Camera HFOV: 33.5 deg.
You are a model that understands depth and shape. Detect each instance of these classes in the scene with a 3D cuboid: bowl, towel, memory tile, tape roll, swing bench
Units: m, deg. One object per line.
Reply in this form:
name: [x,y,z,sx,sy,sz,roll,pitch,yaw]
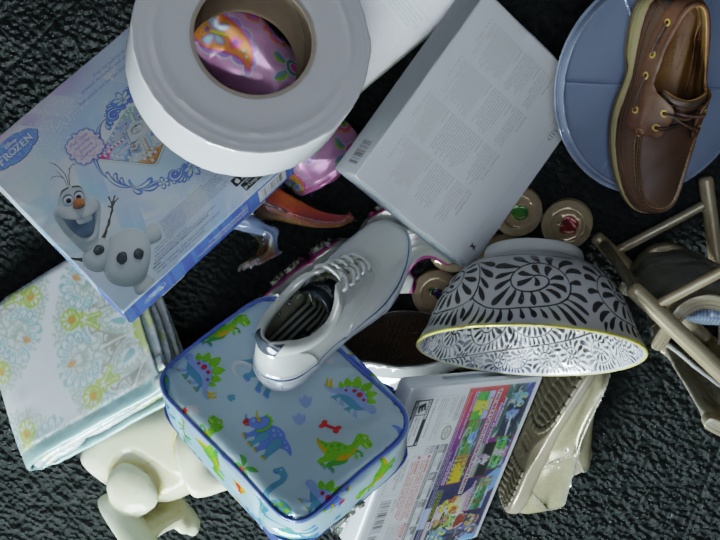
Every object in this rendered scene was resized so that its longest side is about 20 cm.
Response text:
bowl: [0.151,0.028,1.057,0.200,0.201,0.094,4,73,1]
towel: [-0.266,0.076,1.147,0.200,0.048,0.171,-29,69,18]
memory tile: [0.132,0.012,1.177,0.153,0.017,0.200,15,106,-2]
tape roll: [-0.096,-0.184,1.007,0.202,0.071,0.203,3,78,-14]
swing bench: [0.324,0.045,1.086,0.130,0.199,0.200,-28,102,9]

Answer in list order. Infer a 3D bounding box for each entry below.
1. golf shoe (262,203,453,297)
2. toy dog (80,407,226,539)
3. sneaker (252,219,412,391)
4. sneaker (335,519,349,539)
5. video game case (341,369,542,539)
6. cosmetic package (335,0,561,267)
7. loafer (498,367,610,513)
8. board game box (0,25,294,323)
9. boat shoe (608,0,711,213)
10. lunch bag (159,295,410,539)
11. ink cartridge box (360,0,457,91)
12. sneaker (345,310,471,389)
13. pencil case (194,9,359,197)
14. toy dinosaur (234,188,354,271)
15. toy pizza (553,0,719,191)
golf shoe: [0.000,0.000,1.144,0.200,0.075,0.092,-31,95,11]
toy dog: [-0.166,0.152,1.179,0.200,0.140,0.194,-45,72,12]
sneaker: [-0.018,0.020,1.035,0.073,0.200,0.071,30,149,16]
sneaker: [0.011,0.183,1.196,0.091,0.078,0.200,36,104,19]
video game case: [0.078,0.186,1.159,0.182,0.023,0.200,0,117,-41]
cosmetic package: [0.095,-0.125,1.073,0.151,0.052,0.200,38,86,-26]
loafer: [0.201,0.160,1.190,0.068,0.076,0.200,13,119,-17]
board game box: [-0.198,-0.092,1.055,0.200,0.043,0.199,-43,77,-12]
boat shoe: [0.266,-0.144,1.045,0.072,0.068,0.200,-2,106,-18]
lunch bag: [-0.063,0.127,1.048,0.161,0.083,0.200,-39,66,-23]
ink cartridge box: [0.023,-0.276,1.085,0.200,0.048,0.146,-38,101,9]
sneaker: [0.015,0.094,1.180,0.200,0.073,0.085,-7,138,11]
pencil case: [-0.080,-0.163,1.104,0.087,0.087,0.200,-37,102,11]
toy dinosaur: [-0.131,-0.089,1.119,0.200,0.105,0.182,-24,93,2]
toy pizza: [0.263,-0.170,1.092,0.200,0.032,0.201,-5,106,-17]
